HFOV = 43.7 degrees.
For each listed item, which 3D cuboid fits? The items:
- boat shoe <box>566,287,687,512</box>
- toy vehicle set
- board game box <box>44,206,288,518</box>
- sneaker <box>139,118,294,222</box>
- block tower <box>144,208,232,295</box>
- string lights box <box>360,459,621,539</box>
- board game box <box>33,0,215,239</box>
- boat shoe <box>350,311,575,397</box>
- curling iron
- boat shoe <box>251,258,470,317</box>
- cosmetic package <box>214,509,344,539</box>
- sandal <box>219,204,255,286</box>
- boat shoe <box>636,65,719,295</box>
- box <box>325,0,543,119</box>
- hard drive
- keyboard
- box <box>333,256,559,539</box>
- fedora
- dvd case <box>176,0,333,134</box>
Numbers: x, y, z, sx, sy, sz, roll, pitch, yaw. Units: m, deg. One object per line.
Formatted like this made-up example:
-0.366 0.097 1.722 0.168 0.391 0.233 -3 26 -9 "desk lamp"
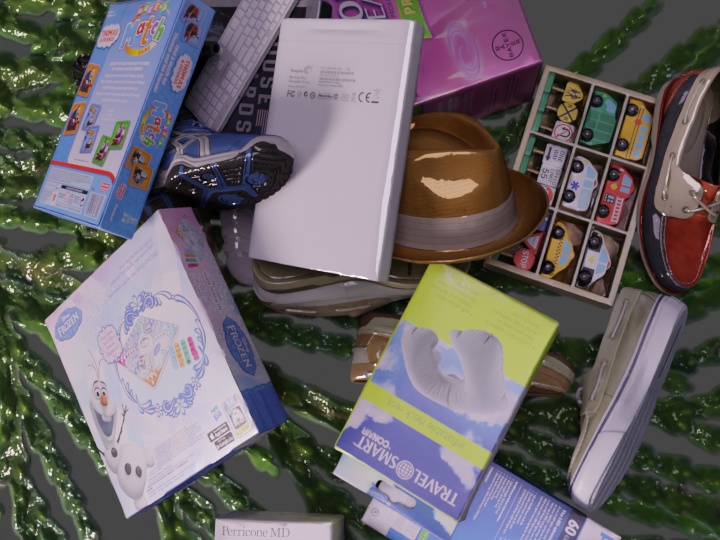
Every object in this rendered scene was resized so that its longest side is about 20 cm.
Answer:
0.224 0.110 0.791 0.061 0.072 0.202 21 77 33 "boat shoe"
0.202 -0.079 0.840 0.122 0.027 0.203 17 81 8 "toy vehicle set"
-0.176 0.083 0.780 0.199 0.043 0.201 -35 77 34 "board game box"
-0.137 -0.095 0.761 0.197 0.075 0.078 -6 66 35 "sneaker"
-0.159 -0.005 0.841 0.057 0.054 0.203 -19 79 0 "block tower"
0.110 0.221 0.775 0.198 0.059 0.104 30 83 9 "string lights box"
-0.208 -0.136 0.777 0.150 0.036 0.203 14 84 50 "board game box"
0.087 0.096 0.793 0.196 0.072 0.077 9 67 16 "boat shoe"
-0.206 -0.198 0.853 0.197 0.025 0.051 1 75 34 "curling iron"
0.000 0.000 0.819 0.196 0.069 0.076 -1 58 -4 "boat shoe"
-0.070 0.311 0.760 0.105 0.085 0.204 -1 81 5 "cosmetic package"
-0.097 -0.089 0.858 0.081 0.050 0.207 7 92 21 "sandal"
0.296 -0.080 0.801 0.070 0.062 0.204 8 86 -22 "boat shoe"
0.046 -0.225 0.844 0.197 0.097 0.179 -18 79 2 "box"
-0.022 -0.102 0.737 0.130 0.027 0.204 10 92 30 "hard drive"
-0.094 -0.218 0.794 0.056 0.011 0.201 43 109 26 "keyboard"
0.066 0.107 0.740 0.121 0.048 0.202 27 86 16 "box"
0.065 -0.082 0.773 0.196 0.202 0.083 -4 123 4 "fedora"
-0.121 -0.173 0.829 0.197 0.025 0.153 10 93 33 "dvd case"
